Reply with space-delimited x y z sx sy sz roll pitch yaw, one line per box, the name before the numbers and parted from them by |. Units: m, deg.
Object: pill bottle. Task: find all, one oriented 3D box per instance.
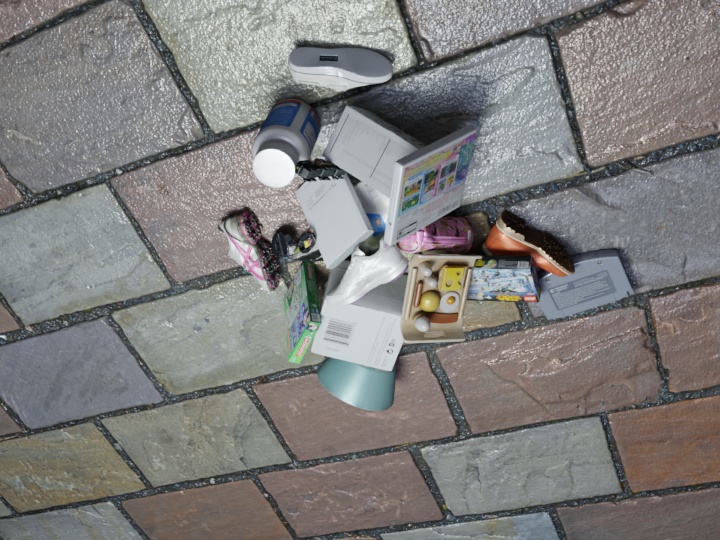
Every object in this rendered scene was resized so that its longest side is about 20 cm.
pill bottle | -0.148 -0.246 1.460 0.112 0.200 0.112 5 126 7

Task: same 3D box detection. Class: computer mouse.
computer mouse | -0.141 -0.061 1.638 0.200 0.034 0.059 -3 99 59

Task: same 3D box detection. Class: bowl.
bowl | 0.007 0.238 1.805 0.201 0.201 0.105 22 106 -6

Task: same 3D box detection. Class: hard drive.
hard drive | -0.056 -0.122 1.551 0.027 0.200 0.132 9 139 -47

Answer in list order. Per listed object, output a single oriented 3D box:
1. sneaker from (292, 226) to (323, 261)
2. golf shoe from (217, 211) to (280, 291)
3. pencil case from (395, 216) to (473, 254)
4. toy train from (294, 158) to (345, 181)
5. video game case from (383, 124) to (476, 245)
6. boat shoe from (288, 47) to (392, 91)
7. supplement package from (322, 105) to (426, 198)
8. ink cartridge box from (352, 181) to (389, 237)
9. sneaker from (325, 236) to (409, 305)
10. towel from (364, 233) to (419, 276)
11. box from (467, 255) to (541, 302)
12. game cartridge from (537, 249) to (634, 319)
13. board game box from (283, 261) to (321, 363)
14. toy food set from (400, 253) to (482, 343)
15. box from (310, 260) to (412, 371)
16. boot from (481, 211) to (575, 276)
sneaker | -0.087 -0.080 1.655 0.078 0.090 0.200 2 157 -41
golf shoe | -0.250 -0.038 1.710 0.092 0.073 0.200 -14 112 26
pencil case | 0.152 -0.074 1.542 0.086 0.083 0.200 -30 161 37
toy train | -0.074 -0.195 1.441 0.046 0.200 0.034 34 109 13
video game case | 0.128 -0.157 1.377 0.024 0.200 0.182 39 142 30
boat shoe | -0.038 -0.379 1.438 0.200 0.071 0.070 4 153 2
supplement package | 0.049 -0.217 1.441 0.200 0.110 0.114 35 108 18
ink cartridge box | 0.087 -0.168 1.539 0.200 0.067 0.116 -27 98 26
sneaker | 0.000 0.000 1.523 0.200 0.075 0.100 -32 105 24
towel | 0.055 -0.034 1.680 0.148 0.037 0.200 -20 120 21
box | 0.281 0.018 1.625 0.200 0.040 0.137 1 148 23
game cartridge | 0.485 0.028 1.653 0.200 0.041 0.133 -20 123 22
board game box | -0.135 0.091 1.700 0.029 0.200 0.135 13 129 -21
toy food set | 0.168 0.057 1.547 0.143 0.060 0.200 0 116 -18
box | 0.007 0.101 1.692 0.200 0.131 0.199 14 135 -4
boot | 0.359 -0.033 1.610 0.200 0.075 0.107 32 128 -1
